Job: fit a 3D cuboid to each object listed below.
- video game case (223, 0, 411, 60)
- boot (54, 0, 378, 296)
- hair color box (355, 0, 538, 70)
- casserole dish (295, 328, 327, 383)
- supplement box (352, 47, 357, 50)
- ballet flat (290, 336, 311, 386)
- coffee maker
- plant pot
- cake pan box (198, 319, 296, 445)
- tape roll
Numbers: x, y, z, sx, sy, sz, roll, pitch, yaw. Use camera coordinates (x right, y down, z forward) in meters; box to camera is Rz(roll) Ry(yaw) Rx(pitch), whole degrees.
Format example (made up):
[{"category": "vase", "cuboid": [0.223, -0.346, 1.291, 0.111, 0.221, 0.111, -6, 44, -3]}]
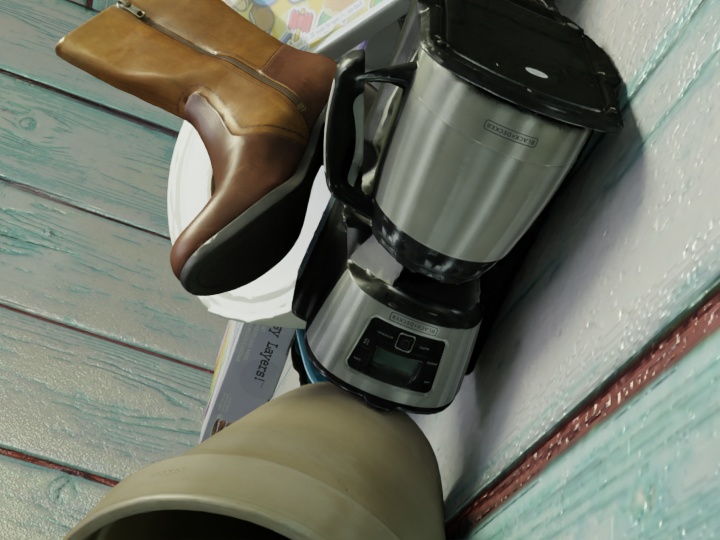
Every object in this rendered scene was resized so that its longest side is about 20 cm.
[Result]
[{"category": "video game case", "cuboid": [-0.034, -0.231, 0.668, 0.199, 0.023, 0.184, -26, 74, 34]}, {"category": "boot", "cuboid": [-0.106, -0.097, 0.606, 0.189, 0.199, 0.069, -51, -15, -25]}, {"category": "hair color box", "cuboid": [0.069, -0.192, 0.729, 0.201, 0.108, 0.065, 118, 167, -50]}, {"category": "casserole dish", "cuboid": [0.000, 0.000, 0.755, 0.121, 0.039, 0.202, -33, 56, 31]}, {"category": "supplement box", "cuboid": [0.030, -0.208, 0.909, 0.073, 0.126, 0.201, -29, 29, 20]}, {"category": "ballet flat", "cuboid": [-0.031, 0.105, 0.943, 0.200, 0.067, 0.073, -107, 17, -68]}, {"category": "coffee maker", "cuboid": [0.054, -0.047, 0.571, 0.192, 0.134, 0.201, -40, -21, -56]}, {"category": "plant pot", "cuboid": [-0.034, 0.150, 0.517, 0.201, 0.198, 0.174, -66, -5, 29]}, {"category": "cake pan box", "cuboid": [-0.088, 0.040, 0.917, 0.185, 0.052, 0.202, -95, 25, -62]}, {"category": "tape roll", "cuboid": [-0.051, -0.059, 0.729, 0.201, 0.070, 0.205, -6, 80, 38]}]
